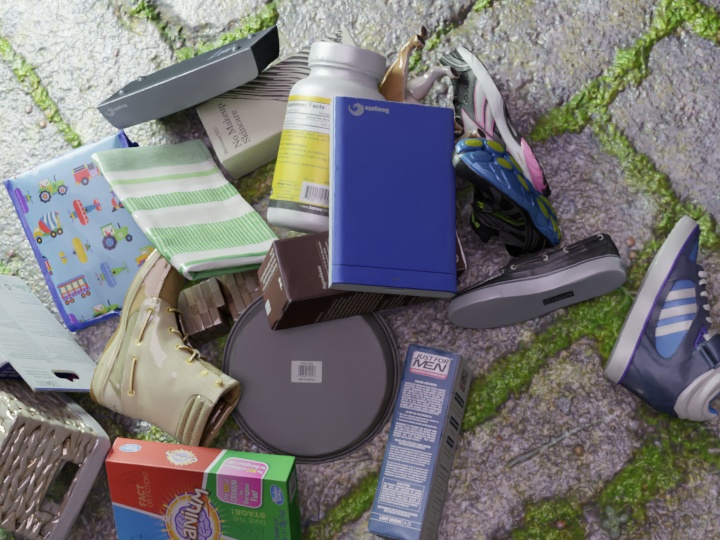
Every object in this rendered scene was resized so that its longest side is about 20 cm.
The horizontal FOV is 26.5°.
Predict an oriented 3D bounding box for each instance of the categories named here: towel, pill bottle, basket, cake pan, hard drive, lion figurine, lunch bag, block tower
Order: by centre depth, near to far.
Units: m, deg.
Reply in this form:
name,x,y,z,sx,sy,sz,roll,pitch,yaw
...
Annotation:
name,x,y,z,sx,sy,sz,roll,pitch,yaw
hard drive,0.033,-0.076,1.565,0.130,0.025,0.202,5,72,-13
basket,-0.380,0.186,1.633,0.199,0.123,0.137,29,94,50
pill bottle,-0.030,-0.139,1.652,0.111,0.112,0.202,11,88,13
cake pan,-0.056,0.112,1.660,0.198,0.037,0.203,0,91,4
towel,-0.185,-0.070,1.675,0.200,0.152,0.024,51,132,28
lion figurine,0.061,-0.160,1.682,0.122,0.072,0.202,-37,56,32
block tower,-0.149,0.036,1.715,0.198,0.054,0.058,-22,74,4
hard drive,-0.191,-0.219,1.742,0.198,0.135,0.043,-18,106,18
lunch bag,-0.297,-0.035,1.750,0.149,0.094,0.202,-22,83,2

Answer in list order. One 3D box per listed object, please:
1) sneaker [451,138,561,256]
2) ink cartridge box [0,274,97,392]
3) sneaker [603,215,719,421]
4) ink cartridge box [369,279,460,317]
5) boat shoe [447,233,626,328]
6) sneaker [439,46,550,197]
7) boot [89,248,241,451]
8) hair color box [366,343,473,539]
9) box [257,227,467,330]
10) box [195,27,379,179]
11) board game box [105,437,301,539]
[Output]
name,x,y,z,sx,sy,sz,roll,pitch,yaw
sneaker,0.147,-0.068,1.617,0.082,0.200,0.071,-27,53,16
ink cartridge box,-0.378,0.078,1.672,0.043,0.196,0.200,-47,72,9
sneaker,0.358,0.059,1.610,0.145,0.081,0.201,26,79,7
ink cartridge box,0.019,-0.053,1.715,0.118,0.042,0.202,-24,72,3
boat shoe,0.188,0.012,1.659,0.198,0.069,0.057,-15,58,4
sneaker,0.130,-0.154,1.699,0.086,0.080,0.201,-28,72,4
boot,-0.188,0.080,1.637,0.154,0.073,0.202,25,90,22
hair color box,0.064,0.188,1.615,0.060,0.100,0.202,11,78,14
box,0.000,0.000,1.601,0.198,0.100,0.076,-12,74,-19
box,-0.081,-0.191,1.751,0.199,0.068,0.083,-29,74,2
board game box,-0.163,0.259,1.621,0.198,0.154,0.040,4,32,12
